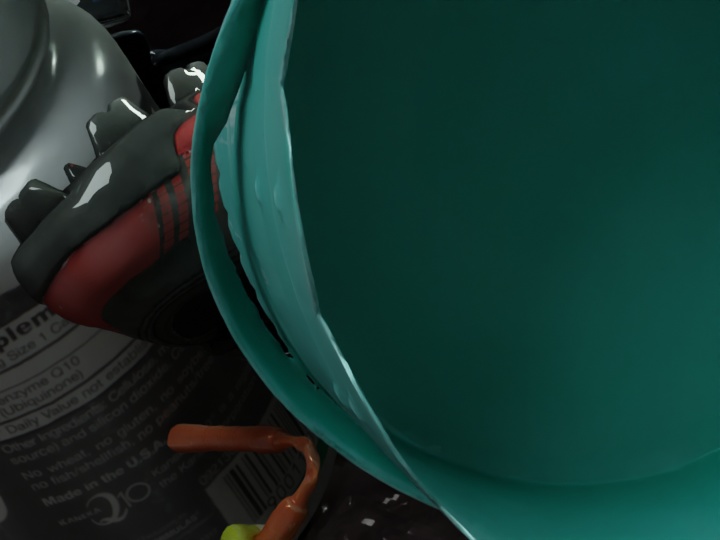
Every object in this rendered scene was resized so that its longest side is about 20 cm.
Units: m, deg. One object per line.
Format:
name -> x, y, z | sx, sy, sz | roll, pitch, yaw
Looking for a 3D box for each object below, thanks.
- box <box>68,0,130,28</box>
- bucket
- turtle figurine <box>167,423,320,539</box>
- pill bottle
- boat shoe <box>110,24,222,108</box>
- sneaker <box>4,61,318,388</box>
box -> -0.134, -0.176, 0.938 | 0.049, 0.201, 0.160 | -16, 16, -16
bucket -> 0.065, -0.029, 0.624 | 0.207, 0.207, 0.135 | -39, 11, -7
turtle figurine -> 0.010, 0.121, 0.714 | 0.200, 0.064, 0.162 | 20, 71, 29
pill bottle -> -0.093, -0.002, 0.791 | 0.113, 0.200, 0.113 | -17, 43, 16
boat shoe -> -0.072, -0.038, 0.898 | 0.200, 0.062, 0.075 | -8, 45, 47
sneaker -> 0.000, 0.000, 0.733 | 0.071, 0.200, 0.098 | -41, 69, 32
